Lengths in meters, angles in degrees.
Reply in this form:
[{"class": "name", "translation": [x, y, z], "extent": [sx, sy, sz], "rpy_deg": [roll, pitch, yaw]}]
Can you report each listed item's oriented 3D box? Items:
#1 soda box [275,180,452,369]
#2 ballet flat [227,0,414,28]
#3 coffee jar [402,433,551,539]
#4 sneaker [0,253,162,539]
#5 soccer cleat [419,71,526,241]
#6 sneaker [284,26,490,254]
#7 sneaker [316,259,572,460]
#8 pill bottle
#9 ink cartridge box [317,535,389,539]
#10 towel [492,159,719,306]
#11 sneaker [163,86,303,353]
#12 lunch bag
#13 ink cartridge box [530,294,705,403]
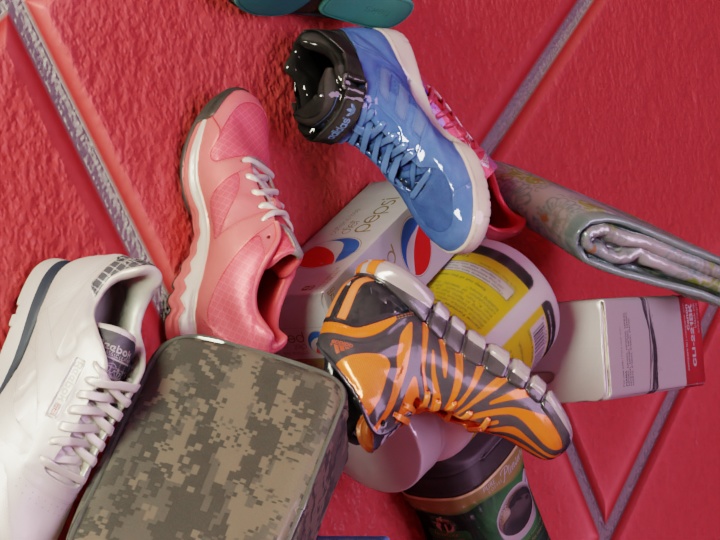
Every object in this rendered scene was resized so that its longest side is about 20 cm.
[{"class": "soda box", "translation": [0.000, 0.000, 1.456], "extent": [0.200, 0.068, 0.064], "rpy_deg": [-44, 123, -51]}, {"class": "ballet flat", "translation": [-0.038, -0.219, 1.435], "extent": [0.199, 0.073, 0.074], "rpy_deg": [1, 86, -51]}, {"class": "coffee jar", "translation": [0.097, 0.203, 1.568], "extent": [0.104, 0.085, 0.201], "rpy_deg": [-42, 122, -43]}, {"class": "sneaker", "translation": [-0.175, 0.081, 1.162], "extent": [0.076, 0.080, 0.201], "rpy_deg": [39, 56, -51]}, {"class": "soccer cleat", "translation": [0.066, -0.100, 1.564], "extent": [0.201, 0.076, 0.067], "rpy_deg": [62, 39, -33]}, {"class": "sneaker", "translation": [0.011, -0.095, 1.421], "extent": [0.111, 0.077, 0.201], "rpy_deg": [-2, 58, -39]}, {"class": "sneaker", "translation": [0.049, 0.093, 1.366], "extent": [0.200, 0.078, 0.112], "rpy_deg": [37, 66, -9]}, {"class": "pill bottle", "translation": [0.058, 0.072, 1.489], "extent": [0.200, 0.114, 0.115], "rpy_deg": [-43, 122, -43]}, {"class": "ink cartridge box", "translation": [-0.040, 0.280, 1.359], "extent": [0.200, 0.067, 0.116], "rpy_deg": [-38, 119, -53]}, {"class": "towel", "translation": [0.208, -0.028, 1.657], "extent": [0.199, 0.171, 0.048], "rpy_deg": [20, 96, -33]}, {"class": "sneaker", "translation": [-0.072, -0.027, 1.330], "extent": [0.074, 0.086, 0.202], "rpy_deg": [25, 65, -55]}, {"class": "lunch bag", "translation": [-0.094, 0.168, 1.226], "extent": [0.168, 0.138, 0.201], "rpy_deg": [90, 17, -53]}, {"class": "ink cartridge box", "translation": [0.187, 0.067, 1.671], "extent": [0.200, 0.144, 0.084], "rpy_deg": [-2, 87, -58]}]
